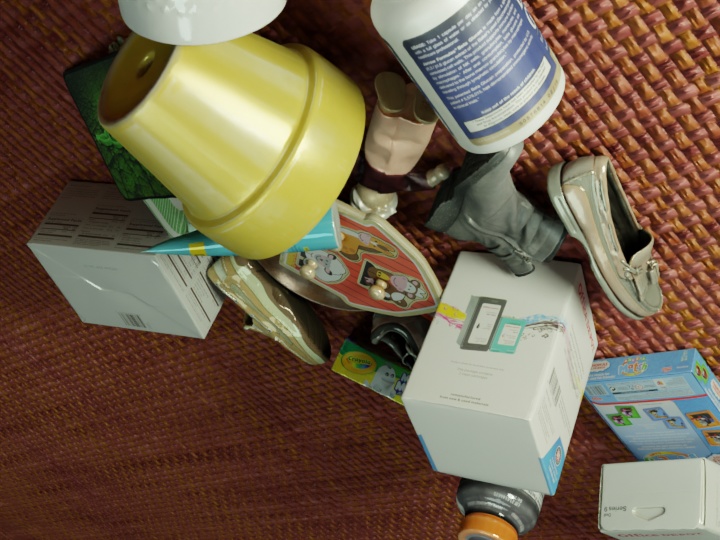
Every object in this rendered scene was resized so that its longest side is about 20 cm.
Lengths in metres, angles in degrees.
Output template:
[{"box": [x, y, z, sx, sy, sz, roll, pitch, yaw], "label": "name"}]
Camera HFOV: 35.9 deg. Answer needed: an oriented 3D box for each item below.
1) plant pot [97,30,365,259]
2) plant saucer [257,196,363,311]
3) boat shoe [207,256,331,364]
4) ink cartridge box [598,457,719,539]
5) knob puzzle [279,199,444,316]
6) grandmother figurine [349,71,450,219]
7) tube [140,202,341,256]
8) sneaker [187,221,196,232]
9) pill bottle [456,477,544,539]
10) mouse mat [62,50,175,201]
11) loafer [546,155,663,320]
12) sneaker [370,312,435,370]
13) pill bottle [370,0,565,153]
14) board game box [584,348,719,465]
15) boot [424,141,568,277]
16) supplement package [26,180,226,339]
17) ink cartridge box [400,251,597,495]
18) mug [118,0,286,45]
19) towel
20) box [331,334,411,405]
[{"box": [-0.127, -0.141, 1.016, 0.188, 0.204, 0.199, 32, 148, -34], "label": "plant pot"}, {"box": [-0.040, -0.029, 1.290, 0.197, 0.035, 0.202, 18, 145, 13], "label": "plant saucer"}, {"box": [-0.116, 0.052, 1.397, 0.075, 0.072, 0.201, -30, 116, 16], "label": "boat shoe"}, {"box": [0.402, 0.295, 1.349, 0.198, 0.089, 0.144, 24, 153, -39], "label": "ink cartridge box"}, {"box": [0.000, 0.000, 1.221, 0.217, 0.031, 0.221, 22, 150, 13], "label": "knob puzzle"}, {"box": [0.031, -0.112, 1.115, 0.120, 0.061, 0.201, 25, 149, -1], "label": "grandmother figurine"}, {"box": [-0.119, -0.036, 1.137, 0.196, 0.051, 0.077, -7, 178, 7], "label": "tube"}, {"box": [-0.153, -0.062, 1.233, 0.119, 0.073, 0.202, 61, 156, 27], "label": "sneaker"}, {"box": [0.181, 0.252, 1.378, 0.105, 0.202, 0.107, 16, 146, 12], "label": "pill bottle"}, {"box": [-0.254, -0.149, 1.191, 0.199, 0.007, 0.163, 2, 120, 57], "label": "mouse mat"}, {"box": [0.253, -0.029, 1.079, 0.062, 0.073, 0.201, -18, 125, 36], "label": "loafer"}, {"box": [0.095, 0.106, 1.341, 0.198, 0.083, 0.077, 28, 146, -4], "label": "sneaker"}, {"box": [0.077, -0.203, 0.912, 0.110, 0.112, 0.200, -10, 133, 40], "label": "pill bottle"}, {"box": [0.364, 0.171, 1.301, 0.150, 0.037, 0.200, -11, 132, 41], "label": "board game box"}, {"box": [0.153, -0.070, 1.093, 0.130, 0.071, 0.200, 26, 158, -5], "label": "boot"}, {"box": [-0.280, -0.015, 1.390, 0.197, 0.112, 0.157, 6, 142, 27], "label": "supplement package"}, {"box": [0.157, 0.106, 1.197, 0.144, 0.202, 0.148, 6, 142, 27], "label": "ink cartridge box"}, {"box": [-0.152, -0.310, 0.905, 0.199, 0.146, 0.177, 38, 146, 36], "label": "mug"}, {"box": [-0.227, -0.134, 1.209, 0.153, 0.023, 0.201, 51, 153, 25], "label": "towel"}, {"box": [0.063, 0.145, 1.392, 0.198, 0.049, 0.117, 28, -179, 2], "label": "box"}]
